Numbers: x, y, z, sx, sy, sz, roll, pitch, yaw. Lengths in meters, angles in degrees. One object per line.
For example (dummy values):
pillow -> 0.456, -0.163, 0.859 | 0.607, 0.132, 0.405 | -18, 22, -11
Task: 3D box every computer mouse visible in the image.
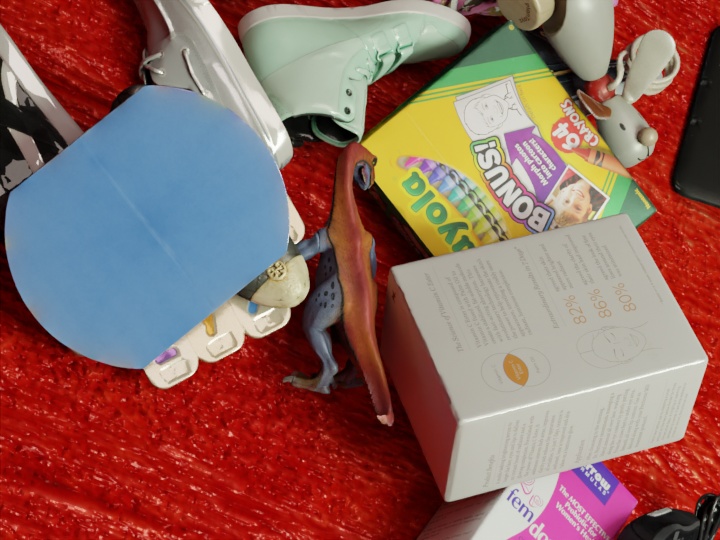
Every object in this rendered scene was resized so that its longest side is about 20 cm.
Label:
computer mouse -> 0.226, 0.248, 1.493 | 0.200, 0.046, 0.141 | -9, 118, -62

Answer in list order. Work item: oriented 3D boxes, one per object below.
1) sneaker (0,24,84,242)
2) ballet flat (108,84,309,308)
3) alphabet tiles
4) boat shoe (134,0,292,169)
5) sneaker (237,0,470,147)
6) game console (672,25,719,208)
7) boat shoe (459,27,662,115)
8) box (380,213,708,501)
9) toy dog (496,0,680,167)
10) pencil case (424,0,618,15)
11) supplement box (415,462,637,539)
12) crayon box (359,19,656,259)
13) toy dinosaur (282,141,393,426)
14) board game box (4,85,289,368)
sneaker -> -0.277, -0.107, 1.333 | 0.112, 0.073, 0.200 | -38, 82, -15
ballet flat -> -0.112, -0.050, 1.363 | 0.066, 0.057, 0.200 | -43, 91, -16
alphabet tiles -> -0.145, -0.022, 1.386 | 0.200, 0.015, 0.196 | -29, 87, -18
boat shoe -> -0.131, -0.151, 1.444 | 0.068, 0.072, 0.200 | -35, 103, -18
sneaker -> 0.006, -0.151, 1.518 | 0.200, 0.074, 0.119 | -5, 68, -23
game console -> 0.394, -0.107, 1.786 | 0.176, 0.116, 0.201 | 51, 50, -45
boat shoe -> 0.175, -0.175, 1.636 | 0.200, 0.071, 0.091 | -23, 91, -33
box -> 0.134, 0.064, 1.424 | 0.199, 0.107, 0.153 | -13, 53, -14
toy dog -> 0.203, -0.185, 1.544 | 0.200, 0.096, 0.132 | 41, 71, -23
pencil case -> 0.122, -0.250, 1.605 | 0.199, 0.083, 0.087 | -3, 65, -27
supplement box -> 0.108, 0.221, 1.450 | 0.101, 0.103, 0.200 | 46, 55, -10
crayon box -> 0.112, -0.070, 1.538 | 0.172, 0.058, 0.200 | -41, 98, -12
toy dinosaur -> 0.000, 0.000, 1.432 | 0.105, 0.200, 0.182 | 4, 104, -47
board game box -> -0.153, -0.035, 1.329 | 0.200, 0.039, 0.158 | -39, 109, -4
